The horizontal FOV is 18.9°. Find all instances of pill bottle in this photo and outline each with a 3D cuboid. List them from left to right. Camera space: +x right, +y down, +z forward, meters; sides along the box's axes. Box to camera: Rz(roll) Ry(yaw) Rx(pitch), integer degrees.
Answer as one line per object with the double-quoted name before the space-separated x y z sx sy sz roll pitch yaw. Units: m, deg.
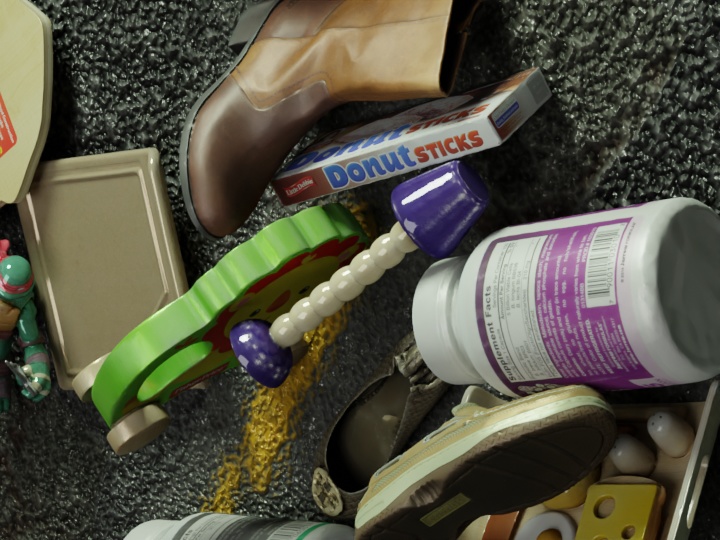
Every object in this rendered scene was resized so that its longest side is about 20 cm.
"pill bottle" -0.088 0.240 1.618 0.199 0.113 0.114 -1 104 42
"pill bottle" 0.132 0.022 1.353 0.199 0.112 0.113 -9 99 43

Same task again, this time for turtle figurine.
"turtle figurine" -0.299 0.043 1.727 0.149 0.101 0.200 38 144 -1

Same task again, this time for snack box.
"snack box" 0.031 -0.087 1.430 0.199 0.072 0.024 -14 112 43

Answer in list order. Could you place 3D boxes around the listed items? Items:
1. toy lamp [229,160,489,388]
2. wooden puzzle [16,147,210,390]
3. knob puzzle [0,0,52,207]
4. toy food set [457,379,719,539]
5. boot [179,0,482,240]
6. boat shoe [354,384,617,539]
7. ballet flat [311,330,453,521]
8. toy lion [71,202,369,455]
"toy lamp" 0.000 0.000 1.405 0.200 0.058 0.058 -38 78 22
"wooden puzzle" -0.193 0.001 1.684 0.199 0.037 0.187 -2 103 47
"knob puzzle" -0.298 -0.143 1.720 0.218 0.030 0.222 4 96 42
"toy food set" 0.131 0.137 1.372 0.199 0.145 0.060 -5 146 42
"boot" -0.015 -0.108 1.419 0.199 0.189 0.069 -2 142 41
"boat shoe" 0.074 0.112 1.362 0.199 0.077 0.072 -29 128 28
"ballet flat" 0.011 0.111 1.533 0.068 0.046 0.200 50 130 17
"toy lion" -0.089 0.030 1.499 0.069 0.199 0.192 55 150 14
